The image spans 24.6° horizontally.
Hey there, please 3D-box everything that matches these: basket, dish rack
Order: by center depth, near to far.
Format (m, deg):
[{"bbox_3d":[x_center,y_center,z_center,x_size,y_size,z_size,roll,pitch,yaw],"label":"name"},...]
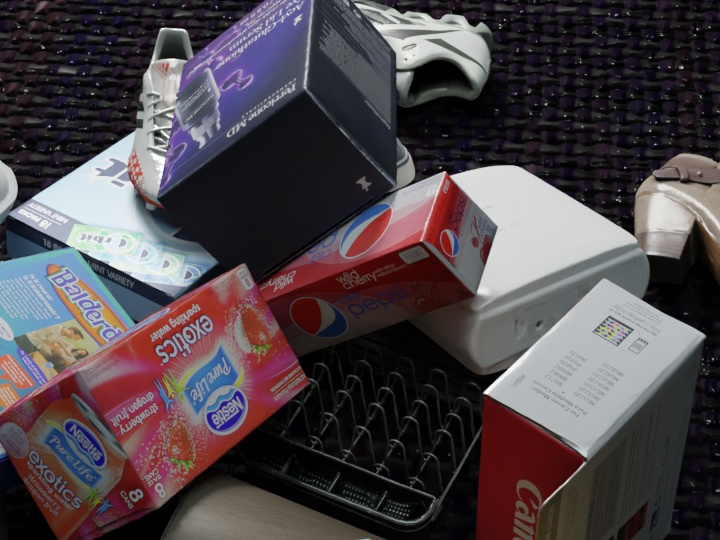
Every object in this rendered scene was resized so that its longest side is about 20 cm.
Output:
[{"bbox_3d":[-0.026,0.223,1.038,0.198,0.137,0.181,15,25,8],"label":"basket"},{"bbox_3d":[0.017,0.105,1.205,0.152,0.055,0.200,20,49,18],"label":"dish rack"}]

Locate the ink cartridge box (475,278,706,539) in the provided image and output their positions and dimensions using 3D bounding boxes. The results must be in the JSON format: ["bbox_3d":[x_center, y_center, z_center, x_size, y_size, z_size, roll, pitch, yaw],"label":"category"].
[{"bbox_3d":[0.131,0.139,1.064,0.084,0.201,0.175,30,52,29],"label":"ink cartridge box"}]

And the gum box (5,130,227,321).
[{"bbox_3d":[-0.157,-0.041,1.336,0.169,0.045,0.200,25,39,22],"label":"gum box"}]

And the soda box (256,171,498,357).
[{"bbox_3d":[0.000,0.000,1.186,0.199,0.063,0.070,-20,37,41],"label":"soda box"}]

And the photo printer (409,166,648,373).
[{"bbox_3d":[0.098,-0.011,1.272,0.165,0.070,0.200,-21,33,-23],"label":"photo printer"}]

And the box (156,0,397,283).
[{"bbox_3d":[-0.058,-0.111,1.236,0.147,0.104,0.201,-34,29,22],"label":"box"}]

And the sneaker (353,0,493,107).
[{"bbox_3d":[0.020,-0.190,1.483,0.198,0.075,0.089,3,43,4],"label":"sneaker"}]

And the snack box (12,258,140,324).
[{"bbox_3d":[-0.208,0.026,1.300,0.071,0.024,0.200,-17,45,-26],"label":"snack box"}]

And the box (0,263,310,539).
[{"bbox_3d":[-0.132,0.086,1.086,0.095,0.100,0.200,-27,5,34],"label":"box"}]

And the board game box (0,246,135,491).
[{"bbox_3d":[-0.231,0.065,1.136,0.152,0.045,0.199,49,31,17],"label":"board game box"}]

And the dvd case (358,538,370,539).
[{"bbox_3d":[-0.051,0.263,0.960,0.144,0.202,0.022,-6,9,2],"label":"dvd case"}]

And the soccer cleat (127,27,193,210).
[{"bbox_3d":[-0.153,-0.122,1.336,0.068,0.086,0.201,2,36,-7],"label":"soccer cleat"}]

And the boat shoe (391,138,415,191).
[{"bbox_3d":[-0.017,-0.128,1.363,0.074,0.094,0.200,-21,24,-14],"label":"boat shoe"}]

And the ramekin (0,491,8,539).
[{"bbox_3d":[-0.335,0.166,1.120,0.198,0.098,0.202,0,45,0],"label":"ramekin"}]

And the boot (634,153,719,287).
[{"bbox_3d":[0.315,-0.034,1.328,0.198,0.071,0.147,18,46,18],"label":"boot"}]

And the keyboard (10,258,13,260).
[{"bbox_3d":[-0.230,0.052,1.296,0.199,0.011,0.056,34,49,29],"label":"keyboard"}]

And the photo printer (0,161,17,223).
[{"bbox_3d":[-0.345,-0.006,1.232,0.069,0.166,0.200,45,28,-9],"label":"photo printer"}]
